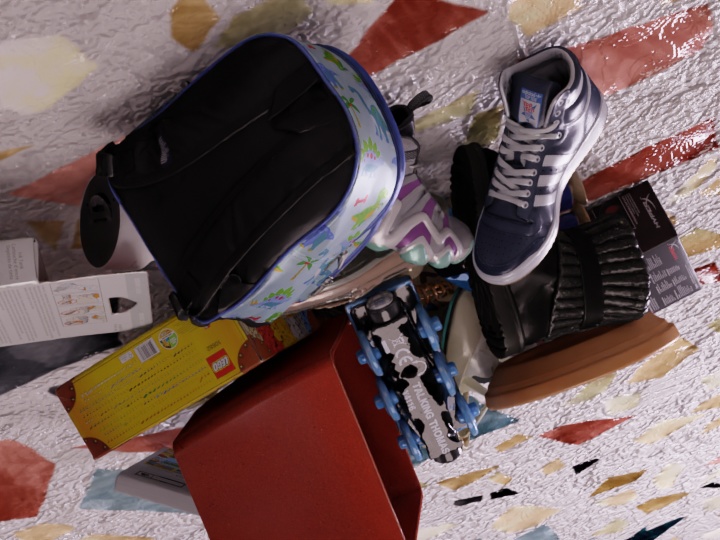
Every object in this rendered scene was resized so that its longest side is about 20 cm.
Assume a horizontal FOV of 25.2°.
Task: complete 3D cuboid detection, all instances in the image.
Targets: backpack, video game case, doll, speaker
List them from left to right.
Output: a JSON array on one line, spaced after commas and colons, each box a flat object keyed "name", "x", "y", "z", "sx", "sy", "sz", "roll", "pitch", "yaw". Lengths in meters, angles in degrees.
[{"name": "speaker", "x": -0.132, "y": -0.038, "z": 1.349, "sx": 0.200, "sy": 0.081, "sz": 0.081, "roll": 2, "pitch": 146, "yaw": -35}, {"name": "video game case", "x": -0.140, "y": 0.236, "z": 1.699, "sx": 0.200, "sy": 0.023, "sz": 0.182, "roll": 15, "pitch": -175, "yaw": 7}, {"name": "backpack", "x": -0.065, "y": -0.075, "z": 1.223, "sx": 0.200, "sy": 0.183, "sz": 0.147, "roll": -40, "pitch": 159, "yaw": 24}, {"name": "doll", "x": 0.120, "y": -0.029, "z": 1.540, "sx": 0.200, "sy": 0.049, "sz": 0.137, "roll": -17, "pitch": 129, "yaw": 0}]

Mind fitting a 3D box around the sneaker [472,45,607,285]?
[{"name": "sneaker", "x": 0.137, "y": -0.093, "z": 1.344, "sx": 0.200, "sy": 0.070, "sz": 0.109, "roll": -62, "pitch": 150, "yaw": -14}]

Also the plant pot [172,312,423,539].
[{"name": "plant pot", "x": -0.062, "y": 0.176, "z": 1.499, "sx": 0.176, "sy": 0.200, "sz": 0.200, "roll": -20, "pitch": -173, "yaw": 7}]

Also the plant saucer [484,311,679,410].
[{"name": "plant saucer", "x": 0.211, "y": 0.083, "z": 1.568, "sx": 0.200, "sy": 0.038, "sz": 0.200, "roll": -22, "pitch": 180, "yaw": 0}]

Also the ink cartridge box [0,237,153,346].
[{"name": "ink cartridge box", "x": -0.263, "y": 0.018, "z": 1.336, "sx": 0.173, "sy": 0.044, "sz": 0.200, "roll": -8, "pitch": 166, "yaw": -8}]

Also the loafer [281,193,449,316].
[{"name": "loafer", "x": 0.000, "y": 0.000, "z": 1.453, "sx": 0.200, "sy": 0.072, "sz": 0.063, "roll": -29, "pitch": 126, "yaw": -20}]

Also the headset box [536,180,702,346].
[{"name": "headset box", "x": 0.235, "y": 0.011, "z": 1.653, "sx": 0.200, "sy": 0.075, "sz": 0.149, "roll": -29, "pitch": 150, "yaw": 9}]

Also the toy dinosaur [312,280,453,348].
[{"name": "toy dinosaur", "x": 0.004, "y": 0.069, "z": 1.618, "sx": 0.200, "sy": 0.102, "sz": 0.136, "roll": -12, "pitch": 142, "yaw": 32}]

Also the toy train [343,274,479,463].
[{"name": "toy train", "x": 0.046, "y": 0.090, "z": 1.525, "sx": 0.087, "sy": 0.114, "sz": 0.200, "roll": -24, "pitch": 119, "yaw": 1}]

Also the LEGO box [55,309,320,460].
[{"name": "LEGO box", "x": -0.158, "y": 0.081, "z": 1.487, "sx": 0.200, "sy": 0.077, "sz": 0.149, "roll": -31, "pitch": 179, "yaw": 22}]

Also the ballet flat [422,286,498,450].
[{"name": "ballet flat", "x": 0.108, "y": 0.104, "z": 1.632, "sx": 0.069, "sy": 0.070, "sz": 0.200, "roll": -6, "pitch": 128, "yaw": -24}]

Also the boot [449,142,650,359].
[{"name": "boot", "x": 0.173, "y": -0.033, "z": 1.469, "sx": 0.158, "sy": 0.079, "sz": 0.211, "roll": -18, "pitch": 111, "yaw": -12}]

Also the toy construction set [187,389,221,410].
[{"name": "toy construction set", "x": -0.128, "y": 0.157, "z": 1.656, "sx": 0.092, "sy": 0.131, "sz": 0.200, "roll": -13, "pitch": 151, "yaw": 20}]

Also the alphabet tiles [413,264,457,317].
[{"name": "alphabet tiles", "x": 0.116, "y": 0.005, "z": 1.654, "sx": 0.166, "sy": 0.006, "sz": 0.200, "roll": -29, "pitch": 151, "yaw": 17}]

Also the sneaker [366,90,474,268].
[{"name": "sneaker", "x": 0.038, "y": -0.083, "z": 1.352, "sx": 0.200, "sy": 0.078, "sz": 0.140, "roll": 10, "pitch": 109, "yaw": -42}]

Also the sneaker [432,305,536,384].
[{"name": "sneaker", "x": 0.130, "y": 0.095, "z": 1.752, "sx": 0.200, "sy": 0.075, "sz": 0.106, "roll": 17, "pitch": 141, "yaw": -34}]
